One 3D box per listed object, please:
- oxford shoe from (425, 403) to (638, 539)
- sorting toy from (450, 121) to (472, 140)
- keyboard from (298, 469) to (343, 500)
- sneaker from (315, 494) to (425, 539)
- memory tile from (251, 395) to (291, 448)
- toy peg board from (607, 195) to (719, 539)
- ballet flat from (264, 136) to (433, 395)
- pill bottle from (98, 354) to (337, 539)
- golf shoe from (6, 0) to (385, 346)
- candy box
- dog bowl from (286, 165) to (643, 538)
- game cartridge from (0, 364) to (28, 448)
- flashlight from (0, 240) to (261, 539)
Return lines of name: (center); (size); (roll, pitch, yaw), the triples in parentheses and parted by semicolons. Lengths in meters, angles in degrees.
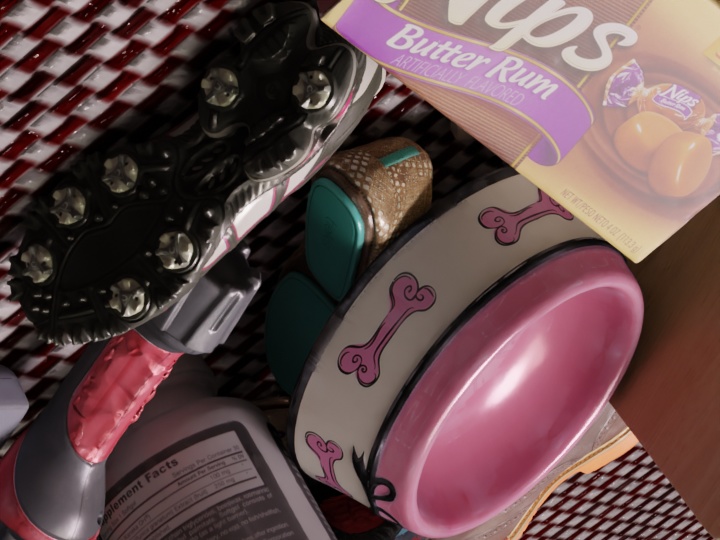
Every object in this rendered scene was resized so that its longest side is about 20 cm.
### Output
oxford shoe: (0.081, 0.111, 1.673); (0.200, 0.071, 0.073); (-40, 149, -2)
sorting toy: (0.132, -0.085, 1.366); (0.199, 0.108, 0.180); (15, 155, -19)
keyboard: (-0.061, 0.120, 1.583); (0.199, 0.021, 0.127); (-11, 166, -6)
sneaker: (0.009, 0.167, 1.540); (0.079, 0.096, 0.200); (-12, 175, -2)
memory tile: (-0.003, 0.086, 1.578); (0.199, 0.017, 0.153); (-22, 157, 25)
toy peg board: (0.213, -0.001, 1.460); (0.097, 0.199, 0.201); (5, 127, -41)
ballet flat: (0.000, 0.000, 1.427); (0.065, 0.071, 0.200); (-32, 163, -26)
pill bottle: (-0.074, 0.135, 1.430); (0.110, 0.201, 0.111); (-26, 158, -12)
golf shoe: (-0.067, -0.034, 1.253); (0.200, 0.077, 0.088); (-39, 165, 18)
candy box: (0.089, -0.103, 1.200); (0.117, 0.057, 0.200); (-40, 124, 22)
dog bowl: (0.060, 0.048, 1.418); (0.200, 0.074, 0.201); (-35, 150, -24)
game cartridge: (-0.255, 0.111, 1.363); (0.200, 0.041, 0.133); (-42, 153, 24)
flashlight: (-0.118, 0.067, 1.352); (0.200, 0.068, 0.068); (-52, -177, 26)
